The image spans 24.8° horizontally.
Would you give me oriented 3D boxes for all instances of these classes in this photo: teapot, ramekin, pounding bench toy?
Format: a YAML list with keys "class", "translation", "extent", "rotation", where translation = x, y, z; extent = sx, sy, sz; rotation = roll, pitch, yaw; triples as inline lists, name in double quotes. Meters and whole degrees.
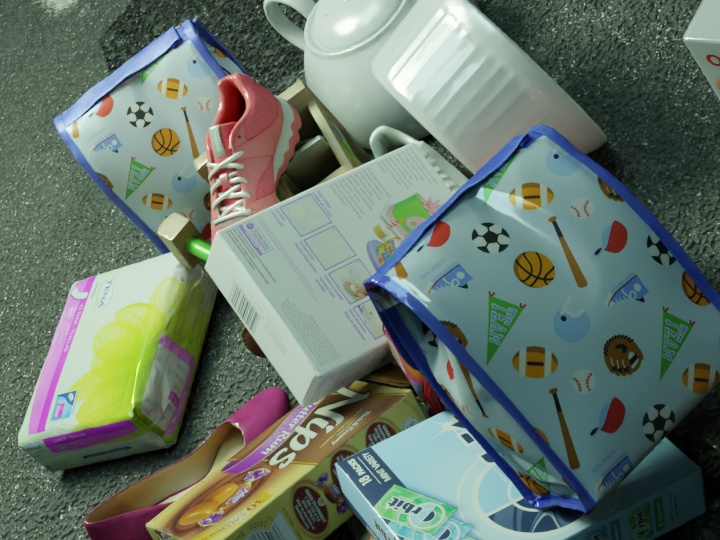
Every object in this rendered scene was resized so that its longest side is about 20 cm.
- class: "teapot"
  translation: [0.016, -0.223, 1.558]
  extent: [0.200, 0.146, 0.198]
  rotation: [-30, 39, 17]
- class: "ramekin"
  translation: [0.101, -0.143, 1.370]
  extent: [0.098, 0.200, 0.201]
  rotation: [-47, 37, 6]
- class: "pounding bench toy"
  translation: [-0.074, -0.032, 1.460]
  extent: [0.200, 0.124, 0.156]
  rotation: [-36, 45, 8]

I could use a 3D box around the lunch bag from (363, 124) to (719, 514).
- class: "lunch bag"
  translation: [0.121, 0.029, 1.064]
  extent: [0.170, 0.200, 0.124]
  rotation: [-43, 6, -18]

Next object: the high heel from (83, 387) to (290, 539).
- class: "high heel"
  translation: [-0.140, 0.163, 1.363]
  extent: [0.067, 0.096, 0.200]
  rotation: [16, 66, 48]

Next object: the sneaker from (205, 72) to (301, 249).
- class: "sneaker"
  translation: [-0.105, -0.078, 1.364]
  extent: [0.074, 0.087, 0.201]
  rotation: [-16, 52, 26]

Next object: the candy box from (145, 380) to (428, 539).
- class: "candy box"
  translation: [-0.050, 0.161, 1.237]
  extent: [0.200, 0.057, 0.117]
  rotation: [-38, 20, -24]

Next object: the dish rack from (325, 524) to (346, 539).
- class: "dish rack"
  translation: [-0.103, 0.249, 1.279]
  extent: [0.153, 0.055, 0.200]
  rotation: [15, 68, 47]

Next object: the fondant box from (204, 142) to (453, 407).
- class: "fondant box"
  translation: [0.000, 0.000, 1.295]
  extent: [0.200, 0.058, 0.144]
  rotation: [-26, 69, -28]

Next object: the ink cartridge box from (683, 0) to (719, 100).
- class: "ink cartridge box"
  translation: [0.349, -0.149, 1.148]
  extent: [0.145, 0.200, 0.145]
  rotation: [11, 61, 46]

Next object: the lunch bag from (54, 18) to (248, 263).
- class: "lunch bag"
  translation: [-0.169, -0.126, 1.571]
  extent: [0.170, 0.200, 0.124]
  rotation: [-36, 38, 10]

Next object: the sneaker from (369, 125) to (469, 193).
- class: "sneaker"
  translation: [0.068, -0.057, 1.406]
  extent: [0.076, 0.081, 0.200]
  rotation: [-42, 39, -3]

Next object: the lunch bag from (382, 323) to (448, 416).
- class: "lunch bag"
  translation: [0.115, 0.025, 1.226]
  extent: [0.200, 0.176, 0.082]
  rotation: [-36, 73, -4]

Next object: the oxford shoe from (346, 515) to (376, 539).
- class: "oxford shoe"
  translation: [0.033, 0.195, 1.198]
  extent: [0.070, 0.075, 0.200]
  rotation: [-48, 37, -3]

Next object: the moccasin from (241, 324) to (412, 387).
- class: "moccasin"
  translation: [-0.022, 0.067, 1.380]
  extent: [0.201, 0.074, 0.078]
  rotation: [9, 51, 34]

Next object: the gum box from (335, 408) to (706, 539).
- class: "gum box"
  translation: [0.108, 0.150, 1.140]
  extent: [0.199, 0.045, 0.170]
  rotation: [-24, 35, -15]

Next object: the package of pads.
- class: "package of pads"
  translation: [-0.223, 0.082, 1.537]
  extent: [0.154, 0.068, 0.200]
  rotation: [-15, 46, 31]
